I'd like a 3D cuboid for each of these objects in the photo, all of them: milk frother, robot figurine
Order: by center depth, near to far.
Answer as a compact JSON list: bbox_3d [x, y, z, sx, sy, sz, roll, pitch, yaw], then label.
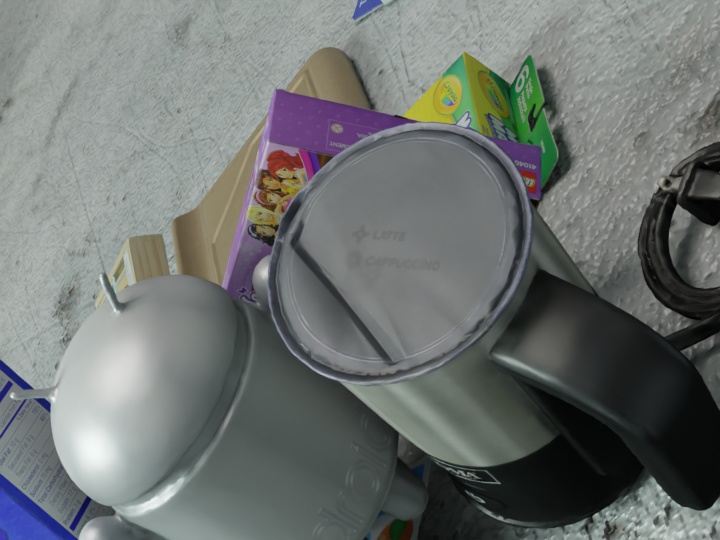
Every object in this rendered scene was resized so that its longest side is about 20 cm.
[{"bbox_3d":[0.090,-0.005,0.699,0.179,0.188,0.201,4,67,29],"label":"milk frother"},{"bbox_3d":[-0.062,0.076,0.744,0.170,0.199,0.113,-58,28,-1],"label":"robot figurine"}]

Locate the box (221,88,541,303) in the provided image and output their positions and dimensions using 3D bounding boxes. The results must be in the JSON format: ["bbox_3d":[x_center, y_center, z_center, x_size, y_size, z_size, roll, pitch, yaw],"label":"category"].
[{"bbox_3d":[0.000,0.000,0.829,0.201,0.136,0.039,110,169,-49],"label":"box"}]

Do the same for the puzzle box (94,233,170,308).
[{"bbox_3d":[-0.137,0.092,1.039,0.133,0.025,0.202,131,129,-63],"label":"puzzle box"}]

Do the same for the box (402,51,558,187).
[{"bbox_3d":[0.039,-0.045,0.982,0.200,0.048,0.118,-43,32,27],"label":"box"}]

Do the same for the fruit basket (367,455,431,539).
[{"bbox_3d":[-0.042,0.206,0.831,0.185,0.093,0.201,-36,33,39],"label":"fruit basket"}]

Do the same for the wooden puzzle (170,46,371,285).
[{"bbox_3d":[-0.062,-0.056,1.182,0.200,0.037,0.185,-46,30,17],"label":"wooden puzzle"}]

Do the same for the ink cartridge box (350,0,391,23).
[{"bbox_3d":[0.060,-0.309,1.206,0.199,0.043,0.198,-21,47,49],"label":"ink cartridge box"}]

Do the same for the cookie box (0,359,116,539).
[{"bbox_3d":[-0.179,0.166,0.803,0.171,0.200,0.075,-41,13,26],"label":"cookie box"}]
